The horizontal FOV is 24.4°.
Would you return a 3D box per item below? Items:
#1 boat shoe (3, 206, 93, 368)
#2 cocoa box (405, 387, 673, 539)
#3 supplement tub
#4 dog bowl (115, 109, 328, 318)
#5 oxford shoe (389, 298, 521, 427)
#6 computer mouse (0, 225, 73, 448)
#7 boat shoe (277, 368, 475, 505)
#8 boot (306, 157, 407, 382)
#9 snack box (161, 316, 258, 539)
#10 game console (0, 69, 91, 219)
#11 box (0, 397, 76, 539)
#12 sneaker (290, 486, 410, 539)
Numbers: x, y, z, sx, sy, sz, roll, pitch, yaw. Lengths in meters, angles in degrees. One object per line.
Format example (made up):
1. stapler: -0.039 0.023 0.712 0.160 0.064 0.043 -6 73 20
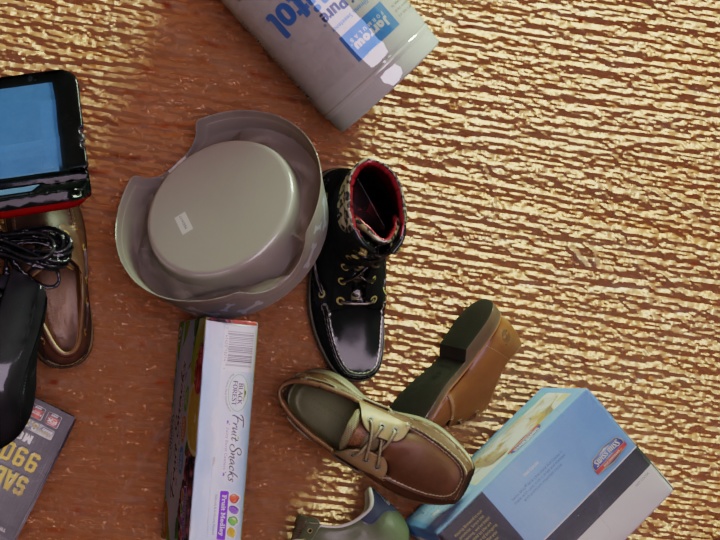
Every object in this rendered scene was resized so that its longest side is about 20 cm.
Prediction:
1. boat shoe: -0.277 -0.012 1.504 0.071 0.068 0.202 -11 89 -14
2. cocoa box: 0.162 0.221 1.558 0.200 0.133 0.131 -42 96 -12
3. supplement tub: -0.038 -0.244 1.544 0.132 0.132 0.200 -44 96 -12
4. dog bowl: -0.119 -0.046 1.498 0.199 0.059 0.201 -11 56 16
5. oxford shoe: 0.083 0.127 1.582 0.071 0.071 0.200 43 83 -26
6. computer mouse: -0.326 0.056 1.437 0.137 0.053 0.202 4 84 2
7. boat shoe: 0.006 0.153 1.512 0.199 0.074 0.076 25 95 23
8. boot: -0.002 -0.001 1.524 0.073 0.154 0.205 -4 87 -14
9. snack box: -0.136 0.146 1.488 0.053 0.142 0.202 6 84 -14
10. game console: -0.340 -0.104 1.440 0.198 0.172 0.120 -9 97 -5
11. box: -0.376 0.157 1.479 0.199 0.048 0.159 28 79 -9
12. sneaker: -0.047 0.272 1.546 0.199 0.067 0.090 -26 85 -14
